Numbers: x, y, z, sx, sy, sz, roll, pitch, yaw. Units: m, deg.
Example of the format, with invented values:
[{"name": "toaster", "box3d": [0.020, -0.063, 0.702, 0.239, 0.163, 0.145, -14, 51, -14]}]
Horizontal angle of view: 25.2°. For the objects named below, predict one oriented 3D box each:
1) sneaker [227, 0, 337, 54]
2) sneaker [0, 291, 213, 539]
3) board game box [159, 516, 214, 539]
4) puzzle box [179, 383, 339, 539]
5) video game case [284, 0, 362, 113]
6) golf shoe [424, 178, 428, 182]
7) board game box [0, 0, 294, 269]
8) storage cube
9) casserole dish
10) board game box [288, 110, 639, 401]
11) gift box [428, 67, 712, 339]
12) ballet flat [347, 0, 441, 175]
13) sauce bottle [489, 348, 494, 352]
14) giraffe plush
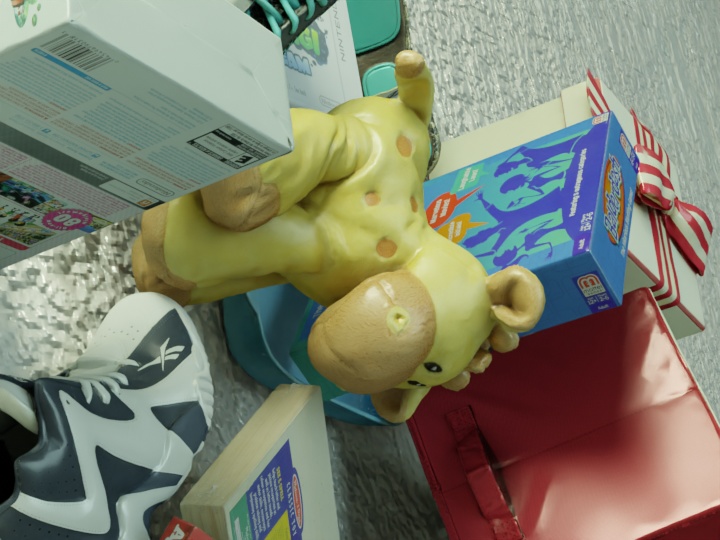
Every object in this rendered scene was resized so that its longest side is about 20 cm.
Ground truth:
[{"name": "sneaker", "box3d": [-0.050, -0.142, 0.806, 0.078, 0.091, 0.200, 54, 34, -31]}, {"name": "sneaker", "box3d": [-0.140, 0.061, 0.750, 0.130, 0.079, 0.199, 59, 37, -40]}, {"name": "board game box", "box3d": [-0.053, 0.208, 0.773, 0.200, 0.019, 0.103, 46, 68, -42]}, {"name": "puzzle box", "box3d": [-0.043, 0.176, 0.847, 0.133, 0.025, 0.200, -48, 136, -61]}, {"name": "video game case", "box3d": [-0.065, -0.179, 0.924, 0.200, 0.024, 0.182, 14, 63, -59]}, {"name": "golf shoe", "box3d": [0.018, -0.044, 1.160, 0.200, 0.077, 0.088, 40, 19, -50]}, {"name": "board game box", "box3d": [-0.152, -0.066, 0.679, 0.148, 0.200, 0.064, 29, 47, -54]}, {"name": "storage cube", "box3d": [0.148, 0.150, 1.048, 0.200, 0.180, 0.171, 62, 5, -51]}, {"name": "casserole dish", "box3d": [-0.031, 0.034, 1.028, 0.200, 0.039, 0.121, 32, 45, -53]}, {"name": "board game box", "box3d": [0.065, -0.009, 0.975, 0.045, 0.200, 0.152, 56, 29, -25]}, {"name": "gift box", "box3d": [0.170, -0.046, 1.303, 0.184, 0.187, 0.200, 31, 47, -53]}, {"name": "ballet flat", "box3d": [0.012, -0.165, 1.234, 0.075, 0.068, 0.200, -83, 156, -81]}, {"name": "sauce bottle", "box3d": [0.079, 0.057, 1.162, 0.200, 0.066, 0.066, 32, 42, -78]}, {"name": "giraffe plush", "box3d": [0.000, 0.000, 0.859, 0.200, 0.173, 0.162, -29, 82, -23]}]
